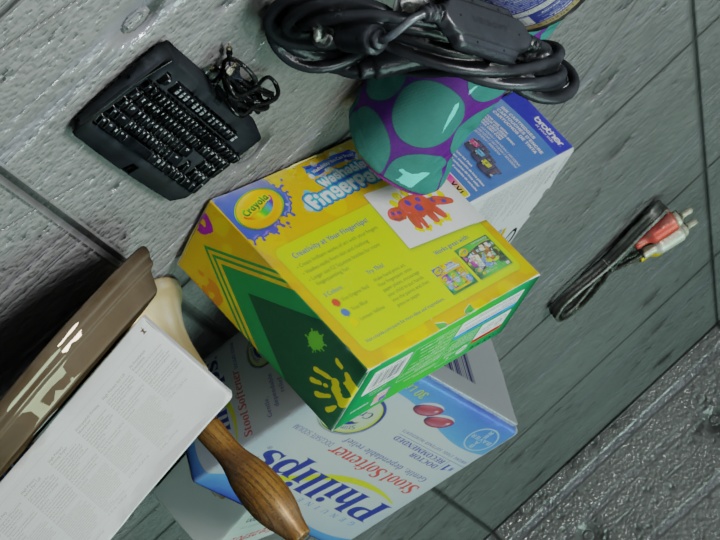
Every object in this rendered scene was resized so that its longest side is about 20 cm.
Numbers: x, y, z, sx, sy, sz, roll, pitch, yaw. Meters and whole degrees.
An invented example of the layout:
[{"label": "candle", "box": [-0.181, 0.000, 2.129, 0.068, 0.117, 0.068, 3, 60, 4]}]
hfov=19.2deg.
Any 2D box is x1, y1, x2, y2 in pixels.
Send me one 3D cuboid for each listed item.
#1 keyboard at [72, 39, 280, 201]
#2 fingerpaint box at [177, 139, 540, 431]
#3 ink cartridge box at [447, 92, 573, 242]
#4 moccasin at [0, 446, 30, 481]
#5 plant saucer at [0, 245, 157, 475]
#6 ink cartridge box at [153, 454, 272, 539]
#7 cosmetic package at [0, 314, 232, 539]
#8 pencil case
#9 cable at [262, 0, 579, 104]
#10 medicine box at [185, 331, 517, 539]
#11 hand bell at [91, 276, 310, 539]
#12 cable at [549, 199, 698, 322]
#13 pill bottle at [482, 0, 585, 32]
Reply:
[{"label": "keyboard", "box": [-0.097, -0.085, 1.279, 0.104, 0.040, 0.200, -43, 165, 3]}, {"label": "fingerpaint box", "box": [0.000, 0.000, 1.501, 0.199, 0.167, 0.074, -27, 157, -45]}, {"label": "ink cartridge box", "box": [0.083, -0.059, 1.715, 0.199, 0.076, 0.137, -26, 157, -42]}, {"label": "moccasin", "box": [-0.246, 0.161, 1.505, 0.081, 0.068, 0.200, -47, 162, 15]}, {"label": "plant saucer", "box": [-0.194, 0.068, 1.352, 0.200, 0.029, 0.200, -49, -177, 4]}, {"label": "ink cartridge box", "box": [-0.068, 0.150, 1.883, 0.200, 0.083, 0.145, -48, 164, 20]}, {"label": "cosmetic package", "box": [-0.180, 0.131, 1.421, 0.200, 0.082, 0.051, -49, -175, -2]}, {"label": "pencil case", "box": [0.074, -0.149, 1.444, 0.092, 0.085, 0.200, 3, 134, -47]}, {"label": "cable", "box": [0.037, -0.128, 1.272, 0.162, 0.051, 0.199, 1, 176, 43]}, {"label": "medicine box", "box": [-0.012, 0.107, 1.674, 0.200, 0.103, 0.182, -36, 138, 23]}, {"label": "hand bell", "box": [-0.106, 0.113, 1.478, 0.104, 0.200, 0.104, -38, 164, -13]}, {"label": "cable", "box": [0.302, -0.009, 2.430, 0.200, 0.050, 0.097, -42, 164, -7]}, {"label": "pill bottle", "box": [0.072, -0.209, 1.230, 0.112, 0.112, 0.200, -45, 165, 9]}]
